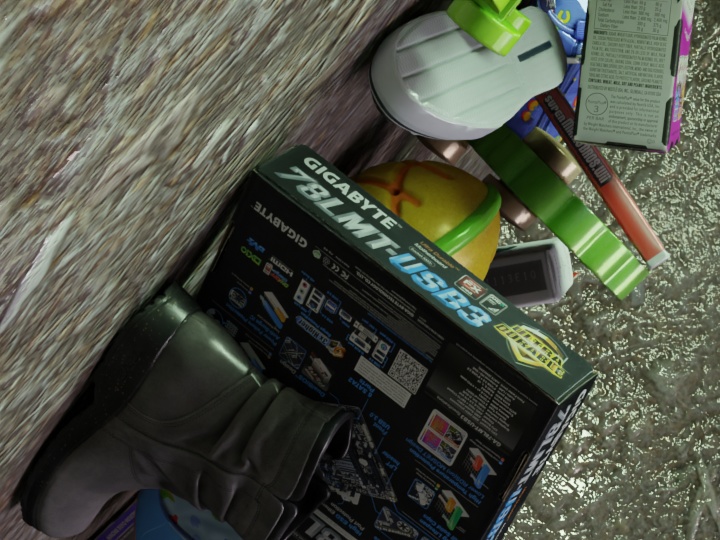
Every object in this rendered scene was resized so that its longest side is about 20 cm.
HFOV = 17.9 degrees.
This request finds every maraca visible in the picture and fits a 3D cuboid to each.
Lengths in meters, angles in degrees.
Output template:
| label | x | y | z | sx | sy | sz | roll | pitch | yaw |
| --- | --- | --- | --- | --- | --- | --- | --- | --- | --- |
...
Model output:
| label | x | y | z | sx | sy | sz | roll | pitch | yaw |
| --- | --- | --- | --- | --- | --- | --- | --- | --- | --- |
| maraca | 0.000 | 0.000 | 1.432 | 0.200 | 0.107 | 0.137 | -30 | -170 | -1 |

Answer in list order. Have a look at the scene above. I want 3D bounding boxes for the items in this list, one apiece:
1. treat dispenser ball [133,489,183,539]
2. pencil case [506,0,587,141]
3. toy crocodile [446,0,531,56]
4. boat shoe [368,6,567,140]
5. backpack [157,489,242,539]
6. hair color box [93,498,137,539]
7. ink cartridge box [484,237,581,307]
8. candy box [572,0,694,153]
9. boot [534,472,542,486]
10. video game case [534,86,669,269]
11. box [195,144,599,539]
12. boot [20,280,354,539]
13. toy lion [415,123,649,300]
| label | x | y | z | sx | sy | sz | roll | pitch | yaw |
| --- | --- | --- | --- | --- | --- | --- | --- | --- | --- |
| treat dispenser ball | -0.060 | 0.177 | 1.616 | 0.201 | 0.201 | 0.201 | -50 | 175 | -6 |
| pencil case | 0.144 | -0.158 | 1.686 | 0.200 | 0.078 | 0.087 | 119 | -18 | -63 |
| toy crocodile | 0.075 | -0.161 | 1.204 | 0.068 | 0.062 | 0.200 | -52 | 180 | 14 |
| boat shoe | 0.050 | -0.102 | 1.278 | 0.071 | 0.072 | 0.200 | -24 | 177 | 30 |
| backpack | -0.031 | 0.087 | 1.316 | 0.154 | 0.163 | 0.200 | -40 | 161 | -44 |
| hair color box | -0.205 | 0.266 | 1.776 | 0.200 | 0.065 | 0.109 | -52 | 175 | 34 |
| ink cartridge box | 0.060 | 0.010 | 1.713 | 0.200 | 0.044 | 0.174 | -10 | -174 | 12 |
| candy box | 0.172 | -0.175 | 1.377 | 0.136 | 0.061 | 0.200 | -25 | 122 | -78 |
| boot | 0.042 | 0.105 | 1.527 | 0.072 | 0.166 | 0.200 | -56 | 171 | 12 |
| video game case | 0.144 | -0.089 | 1.519 | 0.017 | 0.200 | 0.143 | -34 | 177 | 7 |
| box | -0.003 | 0.070 | 1.182 | 0.050 | 0.200 | 0.199 | -34 | 155 | -49 |
| boot | -0.094 | 0.110 | 1.196 | 0.070 | 0.132 | 0.200 | -47 | 174 | -45 |
| toy lion | 0.128 | -0.046 | 1.523 | 0.069 | 0.192 | 0.200 | -45 | 147 | 5 |
